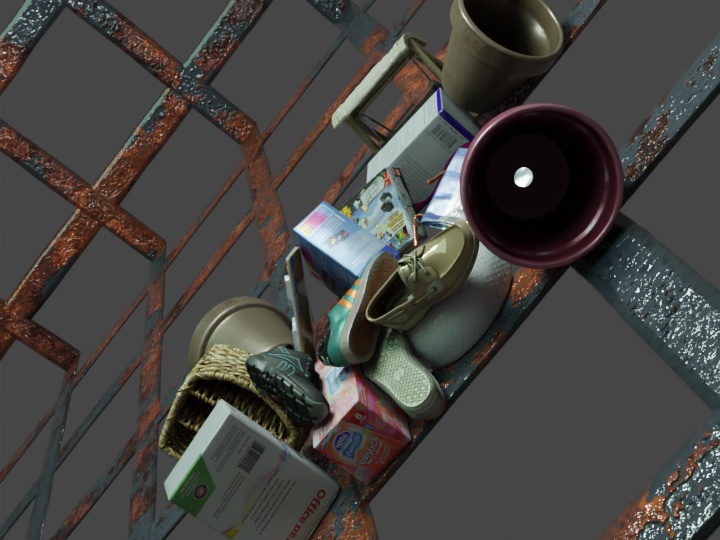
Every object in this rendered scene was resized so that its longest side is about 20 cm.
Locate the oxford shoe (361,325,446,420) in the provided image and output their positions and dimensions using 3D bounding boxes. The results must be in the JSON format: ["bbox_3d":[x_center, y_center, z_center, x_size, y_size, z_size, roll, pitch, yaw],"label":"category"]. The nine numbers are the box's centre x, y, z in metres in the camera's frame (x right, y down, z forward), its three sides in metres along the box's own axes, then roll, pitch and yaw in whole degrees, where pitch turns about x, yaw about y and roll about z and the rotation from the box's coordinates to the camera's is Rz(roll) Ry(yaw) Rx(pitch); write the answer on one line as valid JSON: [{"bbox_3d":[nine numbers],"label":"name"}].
[{"bbox_3d":[0.055,0.139,1.458,0.075,0.058,0.200,-45,36,2],"label":"oxford shoe"}]

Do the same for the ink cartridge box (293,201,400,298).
[{"bbox_3d":[0.000,0.000,1.665,0.199,0.137,0.076,34,70,30],"label":"ink cartridge box"}]

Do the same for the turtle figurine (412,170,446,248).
[{"bbox_3d":[0.161,-0.111,1.677,0.160,0.065,0.201,-25,25,41],"label":"turtle figurine"}]

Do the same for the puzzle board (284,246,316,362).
[{"bbox_3d":[-0.092,0.073,1.641,0.017,0.204,0.151,-8,7,4],"label":"puzzle board"}]

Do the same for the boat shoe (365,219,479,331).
[{"bbox_3d":[0.080,0.008,1.419,0.200,0.064,0.073,-48,50,35],"label":"boat shoe"}]

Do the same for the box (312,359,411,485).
[{"bbox_3d":[-0.005,0.186,1.508,0.095,0.102,0.201,-47,19,16],"label":"box"}]

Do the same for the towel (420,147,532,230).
[{"bbox_3d":[0.186,-0.115,1.578,0.198,0.024,0.148,13,69,47],"label":"towel"}]

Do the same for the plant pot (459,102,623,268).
[{"bbox_3d":[0.222,-0.115,1.382,0.201,0.199,0.179,-50,5,9],"label":"plant pot"}]

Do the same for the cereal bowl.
[{"bbox_3d":[0.117,0.032,1.513,0.200,0.083,0.201,-45,23,24],"label":"cereal bowl"}]

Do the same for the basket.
[{"bbox_3d":[-0.179,0.223,1.608,0.150,0.198,0.144,-54,-11,-44],"label":"basket"}]

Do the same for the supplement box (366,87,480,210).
[{"bbox_3d":[0.109,-0.201,1.889,0.200,0.101,0.104,-44,21,24],"label":"supplement box"}]

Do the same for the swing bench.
[{"bbox_3d":[0.082,-0.301,1.970,0.199,0.199,0.130,-44,21,24],"label":"swing bench"}]

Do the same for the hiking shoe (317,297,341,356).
[{"bbox_3d":[-0.033,0.103,1.748,0.100,0.075,0.202,-36,27,33],"label":"hiking shoe"}]

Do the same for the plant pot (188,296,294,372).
[{"bbox_3d":[-0.163,0.155,1.787,0.202,0.200,0.174,-57,30,-12],"label":"plant pot"}]

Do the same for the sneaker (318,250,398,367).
[{"bbox_3d":[-0.005,0.052,1.516,0.079,0.072,0.201,-17,33,38],"label":"sneaker"}]

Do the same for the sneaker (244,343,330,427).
[{"bbox_3d":[-0.089,0.148,1.497,0.079,0.076,0.199,-28,29,-22],"label":"sneaker"}]

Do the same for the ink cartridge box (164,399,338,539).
[{"bbox_3d":[-0.151,0.301,1.511,0.146,0.199,0.084,-55,16,-5],"label":"ink cartridge box"}]

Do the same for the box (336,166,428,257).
[{"bbox_3d":[0.017,-0.065,1.854,0.199,0.040,0.139,-38,65,38],"label":"box"}]

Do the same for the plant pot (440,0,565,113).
[{"bbox_3d":[0.219,-0.362,1.820,0.175,0.198,0.202,122,170,-46],"label":"plant pot"}]
